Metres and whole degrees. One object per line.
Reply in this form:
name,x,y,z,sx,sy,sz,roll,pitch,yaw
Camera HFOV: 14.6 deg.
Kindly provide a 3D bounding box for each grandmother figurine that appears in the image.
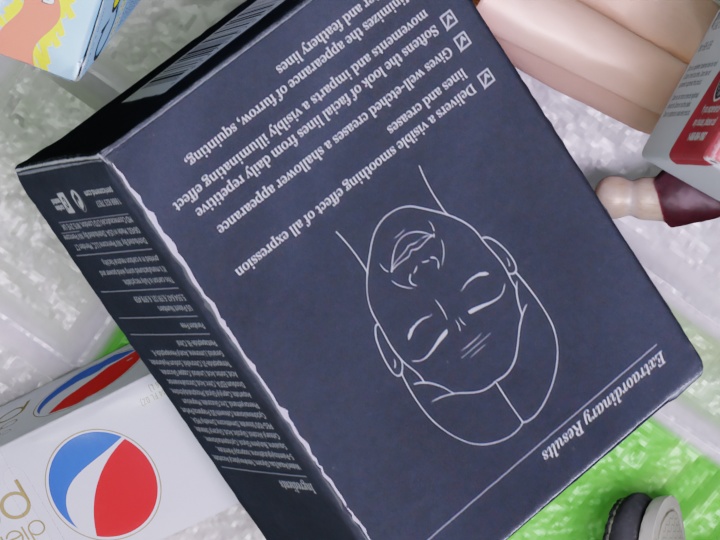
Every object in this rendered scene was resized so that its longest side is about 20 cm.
grandmother figurine,0.124,-0.068,1.041,0.199,0.061,0.122,27,119,0

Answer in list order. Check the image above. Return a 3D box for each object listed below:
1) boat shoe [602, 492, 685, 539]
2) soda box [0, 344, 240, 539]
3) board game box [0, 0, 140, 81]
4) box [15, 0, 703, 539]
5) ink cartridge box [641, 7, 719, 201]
boat shoe,0.086,0.180,1.124,0.067,0.072,0.201,16,108,18
soda box,-0.120,0.084,1.116,0.199,0.068,0.064,-26,103,15
board game box,-0.108,-0.153,0.964,0.102,0.200,0.105,20,110,0
box,0.000,0.000,1.020,0.148,0.107,0.201,-38,103,-20
ink cartridge box,0.185,-0.106,0.944,0.083,0.144,0.201,28,91,-4
